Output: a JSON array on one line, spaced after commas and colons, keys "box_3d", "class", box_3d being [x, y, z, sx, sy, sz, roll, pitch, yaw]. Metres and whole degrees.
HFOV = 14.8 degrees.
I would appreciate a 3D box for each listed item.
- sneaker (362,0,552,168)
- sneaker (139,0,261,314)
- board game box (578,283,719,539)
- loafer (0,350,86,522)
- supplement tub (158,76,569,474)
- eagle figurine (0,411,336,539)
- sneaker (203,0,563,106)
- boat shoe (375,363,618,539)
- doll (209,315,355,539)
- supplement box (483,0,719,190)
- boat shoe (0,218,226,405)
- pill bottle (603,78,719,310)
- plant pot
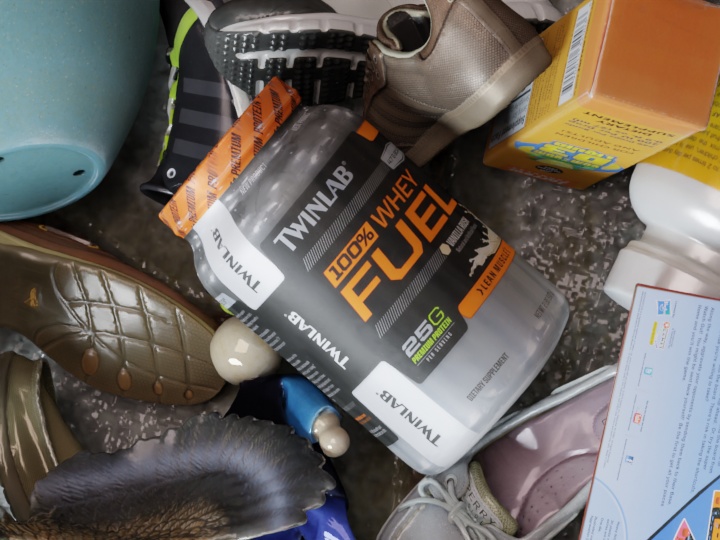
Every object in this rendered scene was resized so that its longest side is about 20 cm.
[{"box_3d": [0.036, -0.105, 1.450, 0.070, 0.200, 0.076, -41, 94, -25], "class": "sneaker"}, {"box_3d": [-0.088, -0.073, 1.530, 0.082, 0.072, 0.201, -21, 73, -4], "class": "sneaker"}, {"box_3d": [0.160, 0.113, 1.347, 0.102, 0.019, 0.201, 11, 86, 34], "class": "board game box"}, {"box_3d": [-0.150, 0.136, 1.509, 0.067, 0.076, 0.201, -17, 89, 1], "class": "loafer"}, {"box_3d": [0.000, 0.000, 1.436, 0.200, 0.123, 0.123, 40, 90, -4], "class": "supplement tub"}, {"box_3d": [-0.127, 0.156, 1.420, 0.199, 0.152, 0.152, 5, 48, -21], "class": "eagle figurine"}, {"box_3d": [0.009, -0.142, 1.509, 0.199, 0.074, 0.080, -6, 63, -17], "class": "sneaker"}, {"box_3d": [0.089, 0.107, 1.452, 0.201, 0.065, 0.075, -32, 71, 8], "class": "boat shoe"}, {"box_3d": [-0.040, 0.120, 1.475, 0.136, 0.048, 0.201, -30, 75, 48], "class": "doll"}, {"box_3d": [0.123, -0.092, 1.414, 0.066, 0.200, 0.069, 15, 82, -10], "class": "supplement box"}, {"box_3d": [-0.160, 0.010, 1.538, 0.199, 0.068, 0.072, 22, 119, 3], "class": "boat shoe"}, {"box_3d": [0.208, -0.059, 1.431, 0.112, 0.113, 0.201, 27, 86, 19], "class": "pill bottle"}, {"box_3d": [-0.195, -0.107, 1.500, 0.199, 0.200, 0.136, -19, 68, 11], "class": "plant pot"}]
